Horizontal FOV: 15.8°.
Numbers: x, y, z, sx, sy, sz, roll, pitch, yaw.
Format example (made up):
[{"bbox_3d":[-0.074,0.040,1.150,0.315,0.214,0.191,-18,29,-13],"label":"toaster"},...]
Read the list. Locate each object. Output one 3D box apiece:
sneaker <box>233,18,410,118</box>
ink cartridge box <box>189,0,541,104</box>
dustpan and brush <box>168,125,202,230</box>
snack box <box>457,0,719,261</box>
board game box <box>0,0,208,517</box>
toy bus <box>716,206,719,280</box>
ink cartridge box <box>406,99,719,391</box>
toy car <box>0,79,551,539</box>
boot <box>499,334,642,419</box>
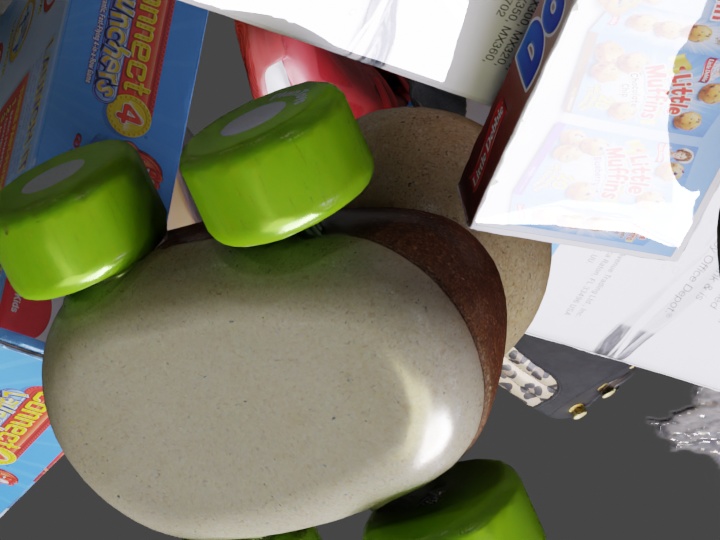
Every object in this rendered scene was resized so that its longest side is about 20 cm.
[{"bbox_3d":[0.028,-0.068,1.070,0.115,0.079,0.200,-22,147,10],"label":"sneaker"},{"bbox_3d":[-0.014,-0.136,0.795,0.199,0.145,0.085,17,118,-26],"label":"ink cartridge box"},{"bbox_3d":[-0.046,0.004,0.980,0.057,0.200,0.140,-38,94,26],"label":"dustpan and brush"},{"bbox_3d":[0.094,-0.086,0.732,0.071,0.024,0.201,8,131,-19],"label":"snack box"},{"bbox_3d":[-0.130,-0.017,1.015,0.056,0.201,0.196,19,151,-19],"label":"board game box"},{"bbox_3d":[0.185,-0.020,0.741,0.135,0.201,0.193,-9,134,-3],"label":"toy bus"},{"bbox_3d":[0.126,-0.041,1.009,0.199,0.086,0.147,16,123,-26],"label":"ink cartridge box"},{"bbox_3d":[0.000,0.000,0.862,0.157,0.200,0.165,-13,111,33],"label":"toy car"},{"bbox_3d":[0.150,0.025,1.207,0.199,0.074,0.150,24,146,-28],"label":"boot"}]
